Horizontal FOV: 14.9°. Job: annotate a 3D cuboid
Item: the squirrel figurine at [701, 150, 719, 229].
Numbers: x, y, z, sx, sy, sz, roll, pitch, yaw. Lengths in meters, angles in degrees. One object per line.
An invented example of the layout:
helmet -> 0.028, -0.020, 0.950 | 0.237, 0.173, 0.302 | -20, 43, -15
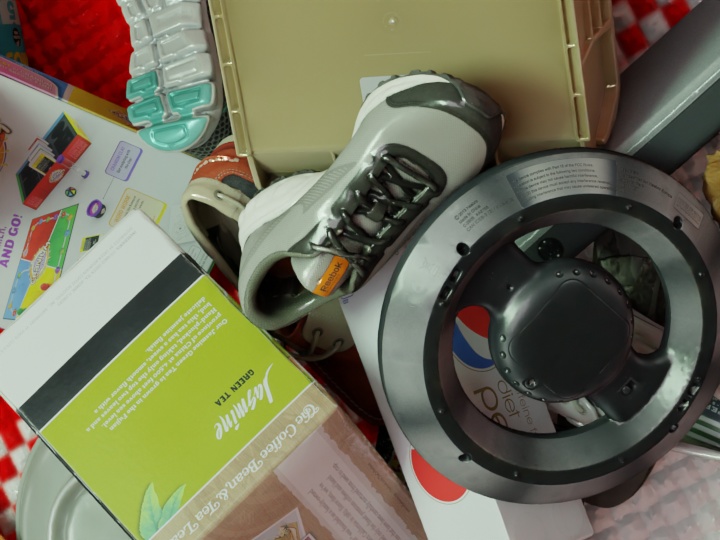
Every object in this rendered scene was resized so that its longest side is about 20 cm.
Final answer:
squirrel figurine -> 0.291, -0.063, 1.465 | 0.200, 0.187, 0.142 | -29, 83, 53

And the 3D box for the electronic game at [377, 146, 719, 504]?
electronic game -> 0.105, 0.031, 1.460 | 0.200, 0.042, 0.200 | -6, 112, -15

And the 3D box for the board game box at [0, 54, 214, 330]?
board game box -> -0.186, -0.034, 1.680 | 0.200, 0.040, 0.153 | 24, 105, -20

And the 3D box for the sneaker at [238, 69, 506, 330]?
sneaker -> 0.005, -0.032, 1.449 | 0.074, 0.079, 0.200 | 32, 133, -21

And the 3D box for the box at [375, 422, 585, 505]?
box -> 0.060, 0.177, 1.634 | 0.137, 0.038, 0.200 | 17, 104, 41

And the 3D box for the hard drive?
hard drive -> 0.166, -0.089, 1.527 | 0.033, 0.140, 0.200 | 43, 113, -12

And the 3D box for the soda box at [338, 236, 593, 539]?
soda box -> 0.055, 0.070, 1.537 | 0.064, 0.068, 0.200 | -21, 89, 46

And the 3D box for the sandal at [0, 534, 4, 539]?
sandal -> -0.255, 0.204, 1.774 | 0.207, 0.059, 0.079 | 39, 131, 27

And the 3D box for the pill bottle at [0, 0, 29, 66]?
pill bottle -> -0.258, -0.097, 1.738 | 0.111, 0.111, 0.200 | -10, 91, 26

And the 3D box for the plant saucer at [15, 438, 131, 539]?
plant saucer -> -0.141, 0.170, 1.745 | 0.200, 0.050, 0.200 | 3, 97, 25

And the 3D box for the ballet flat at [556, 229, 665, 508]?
ballet flat -> 0.153, 0.039, 1.601 | 0.067, 0.046, 0.200 | 8, 104, 17

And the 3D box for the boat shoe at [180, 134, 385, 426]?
boat shoe -> -0.034, 0.016, 1.589 | 0.071, 0.063, 0.200 | -21, 112, 34

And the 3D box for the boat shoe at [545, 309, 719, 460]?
boat shoe -> 0.143, 0.056, 1.547 | 0.200, 0.067, 0.074 | 14, 105, 14

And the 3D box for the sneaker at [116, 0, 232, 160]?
sneaker -> -0.097, -0.148, 1.675 | 0.078, 0.091, 0.200 | -16, 61, 29

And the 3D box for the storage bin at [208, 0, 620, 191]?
storage bin -> 0.027, -0.150, 1.476 | 0.200, 0.094, 0.199 | -2, 117, 15

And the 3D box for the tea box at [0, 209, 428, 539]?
tea box -> -0.082, 0.105, 1.580 | 0.134, 0.200, 0.197 | -43, 57, -5
